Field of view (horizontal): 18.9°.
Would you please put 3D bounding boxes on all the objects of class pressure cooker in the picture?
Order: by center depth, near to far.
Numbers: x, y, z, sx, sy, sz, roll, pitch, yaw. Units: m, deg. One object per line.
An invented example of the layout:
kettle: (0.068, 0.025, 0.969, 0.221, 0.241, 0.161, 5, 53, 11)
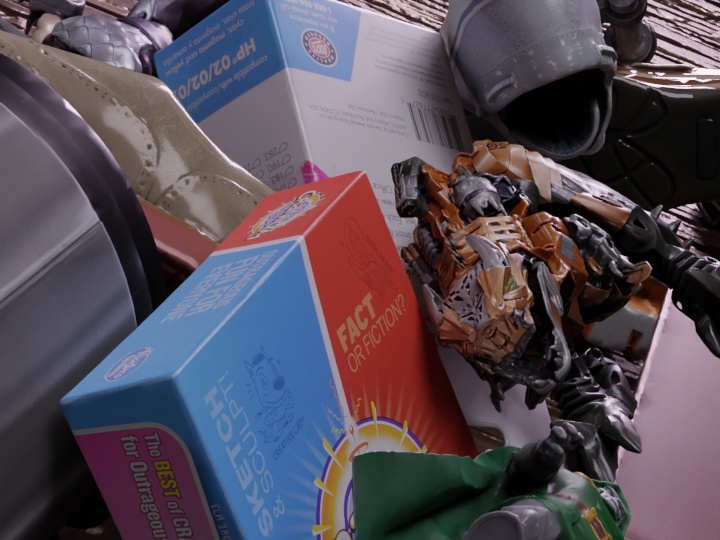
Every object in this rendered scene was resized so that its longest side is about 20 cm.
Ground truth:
pressure cooker: (-0.154, 0.025, 0.646, 0.178, 0.177, 0.200, 33, 36, 8)

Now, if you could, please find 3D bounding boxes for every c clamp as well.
c clamp: (0.106, -0.113, 1.046, 0.169, 0.027, 0.200, -13, -4, 2)

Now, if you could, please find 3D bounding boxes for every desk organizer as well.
desk organizer: (0.132, 0.088, 0.866, 0.077, 0.072, 0.200, 26, 31, 3)

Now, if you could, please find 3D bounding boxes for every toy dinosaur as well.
toy dinosaur: (0.067, -0.006, 0.781, 0.135, 0.102, 0.201, 37, 38, -13)

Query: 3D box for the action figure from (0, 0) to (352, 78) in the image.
action figure: (-0.090, -0.105, 0.986, 0.130, 0.070, 0.199, 44, 38, 17)

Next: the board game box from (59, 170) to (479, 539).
board game box: (-0.005, 0.090, 0.673, 0.201, 0.040, 0.153, 67, 28, -16)

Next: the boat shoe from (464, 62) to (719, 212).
boat shoe: (0.145, -0.067, 1.075, 0.198, 0.076, 0.074, 3, 15, 2)

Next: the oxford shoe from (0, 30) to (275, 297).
oxford shoe: (-0.111, -0.048, 0.760, 0.200, 0.070, 0.075, 39, 48, -7)

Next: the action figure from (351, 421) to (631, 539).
action figure: (0.059, 0.090, 0.673, 0.119, 0.054, 0.200, 63, 13, 3)

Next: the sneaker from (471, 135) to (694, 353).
sneaker: (0.058, -0.023, 0.980, 0.199, 0.079, 0.077, 25, 18, -10)

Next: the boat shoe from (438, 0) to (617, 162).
boat shoe: (0.071, -0.078, 0.905, 0.201, 0.069, 0.072, 62, 9, -80)

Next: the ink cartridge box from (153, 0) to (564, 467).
ink cartridge box: (0.000, 0.000, 0.837, 0.115, 0.068, 0.202, 10, 59, -49)

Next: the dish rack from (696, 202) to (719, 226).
dish rack: (0.279, 0.008, 1.108, 0.152, 0.055, 0.201, 3, 41, -31)
